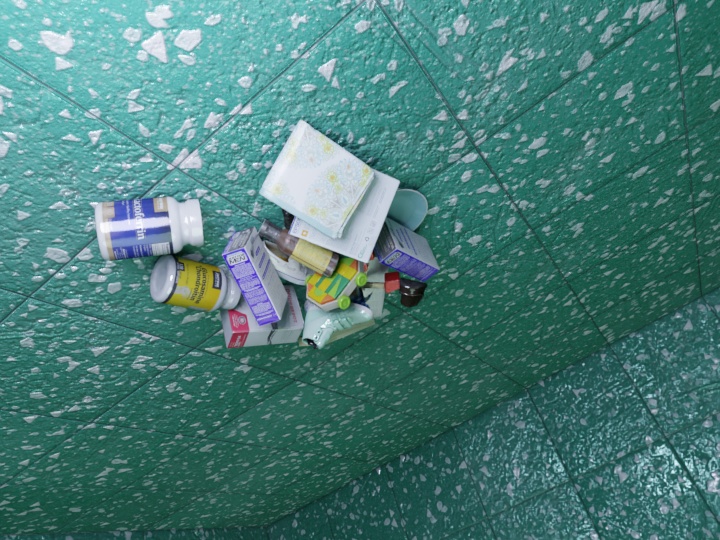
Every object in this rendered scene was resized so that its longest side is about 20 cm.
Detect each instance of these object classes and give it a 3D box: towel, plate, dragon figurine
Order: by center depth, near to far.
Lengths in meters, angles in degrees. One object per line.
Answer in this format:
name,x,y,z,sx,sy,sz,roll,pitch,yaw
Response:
towel,-0.085,-0.181,1.124,0.198,0.048,0.173,30,94,-22
plate,0.078,-0.142,1.397,0.196,0.026,0.202,-15,147,-10
dragon figurine,-0.001,0.082,1.452,0.098,0.060,0.200,24,145,-17

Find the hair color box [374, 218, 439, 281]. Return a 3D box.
hair color box,0.112,-0.053,1.405,0.065,0.111,0.199,-37,144,24

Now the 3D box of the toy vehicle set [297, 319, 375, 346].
toy vehicle set,-0.069,0.174,1.573,0.198,0.027,0.123,-17,-176,-42

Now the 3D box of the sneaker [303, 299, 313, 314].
sneaker,-0.110,0.149,1.660,0.071,0.073,0.200,-30,147,10

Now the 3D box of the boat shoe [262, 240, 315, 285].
boat shoe,-0.175,-0.031,1.378,0.200,0.075,0.086,25,124,-36

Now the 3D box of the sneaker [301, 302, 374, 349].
sneaker,-0.061,0.153,1.414,0.197,0.120,0.074,-6,142,27

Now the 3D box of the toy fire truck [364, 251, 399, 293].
toy fire truck,0.000,0.000,1.449,0.196,0.049,0.143,-11,120,8

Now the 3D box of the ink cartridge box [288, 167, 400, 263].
ink cartridge box,-0.037,-0.142,1.195,0.197,0.043,0.199,20,100,-19

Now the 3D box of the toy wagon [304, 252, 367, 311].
toy wagon,-0.050,0.005,1.339,0.201,0.154,0.040,-52,134,-11

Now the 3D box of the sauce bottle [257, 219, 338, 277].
sauce bottle,-0.147,-0.056,1.288,0.198,0.065,0.065,30,129,-12

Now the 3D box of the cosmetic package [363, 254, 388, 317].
cosmetic package,0.028,0.038,1.541,0.081,0.051,0.203,-4,121,-21

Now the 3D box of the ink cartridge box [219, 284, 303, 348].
ink cartridge box,-0.267,0.121,1.463,0.196,0.147,0.084,0,141,-29

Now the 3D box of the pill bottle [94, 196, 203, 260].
pill bottle,-0.425,-0.088,1.107,0.196,0.117,0.117,-9,145,-20

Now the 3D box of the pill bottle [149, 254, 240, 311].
pill bottle,-0.391,0.037,1.306,0.198,0.113,0.112,17,132,-44

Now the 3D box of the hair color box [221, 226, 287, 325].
hair color box,-0.243,0.014,1.278,0.064,0.110,0.203,-15,117,11

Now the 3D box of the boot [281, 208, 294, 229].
boot,-0.101,-0.117,1.272,0.155,0.080,0.214,-21,133,-10

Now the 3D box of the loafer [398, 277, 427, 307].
loafer,0.138,0.064,1.432,0.072,0.073,0.200,12,177,13
